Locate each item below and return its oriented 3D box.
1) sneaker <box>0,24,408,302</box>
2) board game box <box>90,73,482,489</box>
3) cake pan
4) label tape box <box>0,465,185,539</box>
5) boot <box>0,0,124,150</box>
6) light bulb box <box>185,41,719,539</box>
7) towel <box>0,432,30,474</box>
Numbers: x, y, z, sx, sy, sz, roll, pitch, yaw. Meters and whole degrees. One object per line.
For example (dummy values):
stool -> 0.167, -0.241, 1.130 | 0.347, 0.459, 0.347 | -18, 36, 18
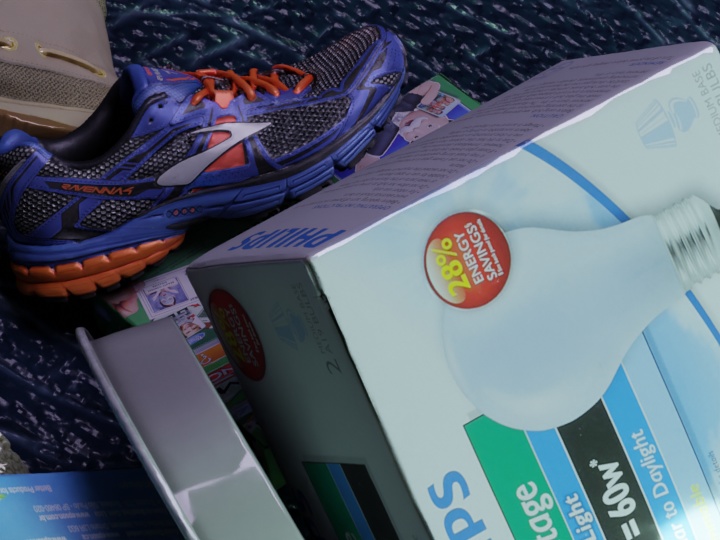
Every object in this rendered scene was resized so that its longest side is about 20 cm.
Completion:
sneaker -> -0.070, -0.059, 1.292 | 0.200, 0.079, 0.075 | -28, 21, -11
board game box -> 0.000, 0.000, 1.301 | 0.200, 0.029, 0.135 | -32, 49, -22
cake pan -> -0.044, 0.100, 1.139 | 0.037, 0.200, 0.200 | -31, 60, -4
label tape box -> -0.087, 0.171, 1.072 | 0.144, 0.063, 0.200 | 4, 51, -60
boot -> -0.192, -0.109, 1.349 | 0.199, 0.073, 0.156 | 12, 41, -29
light bulb box -> 0.072, 0.039, 1.197 | 0.200, 0.125, 0.199 | -29, 100, -23
towel -> -0.221, 0.060, 1.162 | 0.200, 0.037, 0.148 | 43, 36, 13
